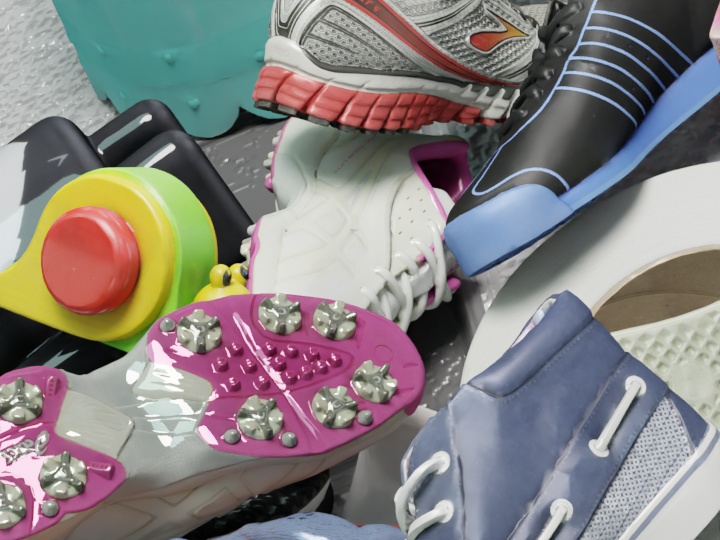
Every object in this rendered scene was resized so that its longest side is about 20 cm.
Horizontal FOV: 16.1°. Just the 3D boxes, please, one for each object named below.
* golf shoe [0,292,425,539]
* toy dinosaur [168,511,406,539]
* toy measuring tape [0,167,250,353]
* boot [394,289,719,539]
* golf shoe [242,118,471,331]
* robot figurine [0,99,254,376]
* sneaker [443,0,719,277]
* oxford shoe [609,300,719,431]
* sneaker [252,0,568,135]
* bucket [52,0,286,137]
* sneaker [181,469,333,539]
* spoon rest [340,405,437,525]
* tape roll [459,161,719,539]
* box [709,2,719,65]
[{"bbox_3d":[-0.072,0.067,0.948,0.199,0.092,0.076,-14,59,-18],"label":"golf shoe"},{"bbox_3d":[-0.050,0.127,0.905,0.180,0.106,0.200,11,21,5],"label":"toy dinosaur"},{"bbox_3d":[-0.123,-0.017,1.016,0.199,0.074,0.074,19,61,27],"label":"toy measuring tape"},{"bbox_3d":[0.033,0.102,0.836,0.200,0.090,0.073,-46,0,-24],"label":"boot"},{"bbox_3d":[0.000,0.000,1.062,0.091,0.076,0.201,-2,39,10],"label":"golf shoe"},{"bbox_3d":[-0.146,0.012,1.113,0.199,0.150,0.125,-36,81,-2],"label":"robot figurine"},{"bbox_3d":[0.094,-0.078,1.070,0.200,0.078,0.070,-39,1,-29],"label":"sneaker"},{"bbox_3d":[0.146,0.044,0.918,0.198,0.058,0.076,-10,72,2],"label":"oxford shoe"},{"bbox_3d":[0.042,-0.106,1.097,0.078,0.083,0.199,18,17,40],"label":"sneaker"},{"bbox_3d":[-0.072,-0.183,1.246,0.206,0.135,0.208,-14,46,15],"label":"bucket"},{"bbox_3d":[-0.074,0.146,0.997,0.069,0.091,0.200,10,30,27],"label":"sneaker"},{"bbox_3d":[-0.008,0.146,0.962,0.099,0.061,0.201,21,57,0],"label":"spoon rest"},{"bbox_3d":[0.135,0.043,0.996,0.201,0.037,0.204,-15,45,16],"label":"tape roll"},{"bbox_3d":[0.252,-0.093,1.008,0.199,0.103,0.095,3,53,29],"label":"box"}]
